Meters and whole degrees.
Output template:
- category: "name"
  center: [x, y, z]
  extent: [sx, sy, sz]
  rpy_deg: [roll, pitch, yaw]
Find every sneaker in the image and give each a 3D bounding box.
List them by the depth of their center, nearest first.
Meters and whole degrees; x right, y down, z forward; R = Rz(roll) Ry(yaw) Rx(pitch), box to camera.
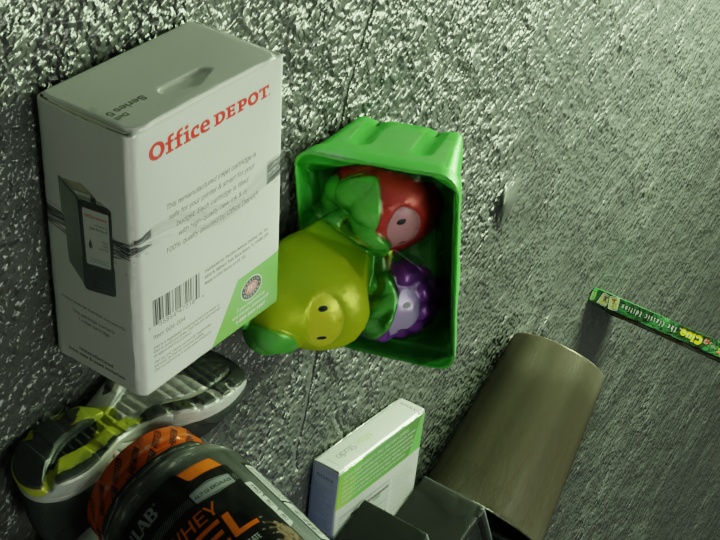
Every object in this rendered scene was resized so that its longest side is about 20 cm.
- category: "sneaker"
  center: [-0.166, 0.122, 1.076]
  extent: [0.199, 0.074, 0.085]
  rpy_deg: [-27, 141, -36]

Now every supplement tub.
- category: "supplement tub"
  center: [-0.086, 0.200, 0.993]
  extent: [0.122, 0.200, 0.123]
  rpy_deg: [-33, 144, -29]

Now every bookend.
- category: "bookend"
  center: [0.054, 0.282, 1.461]
  extent: [0.200, 0.092, 0.199]
  rpy_deg: [-51, 149, -25]

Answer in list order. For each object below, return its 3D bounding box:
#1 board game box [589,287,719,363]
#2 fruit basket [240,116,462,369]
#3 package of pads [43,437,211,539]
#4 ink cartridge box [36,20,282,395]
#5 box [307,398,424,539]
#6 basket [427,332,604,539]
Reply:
- category: "board game box"
  center: [0.381, 0.075, 1.810]
  extent: [0.105, 0.199, 0.024]
  rpy_deg: [20, 94, -61]
- category: "fruit basket"
  center: [0.000, 0.000, 1.188]
  extent: [0.216, 0.155, 0.217]
  rpy_deg: [12, 90, -74]
- category: "package of pads"
  center: [-0.175, 0.223, 1.121]
  extent: [0.200, 0.075, 0.121]
  rpy_deg: [-42, 147, -36]
- category: "ink cartridge box"
  center: [-0.127, -0.043, 0.985]
  extent: [0.145, 0.084, 0.201]
  rpy_deg: [-36, 140, -43]
- category: "box"
  center: [0.000, 0.241, 1.472]
  extent: [0.144, 0.036, 0.201]
  rpy_deg: [-30, 137, -47]
- category: "basket"
  center: [0.174, 0.182, 1.623]
  extent: [0.201, 0.136, 0.180]
  rpy_deg: [-61, 146, -14]
